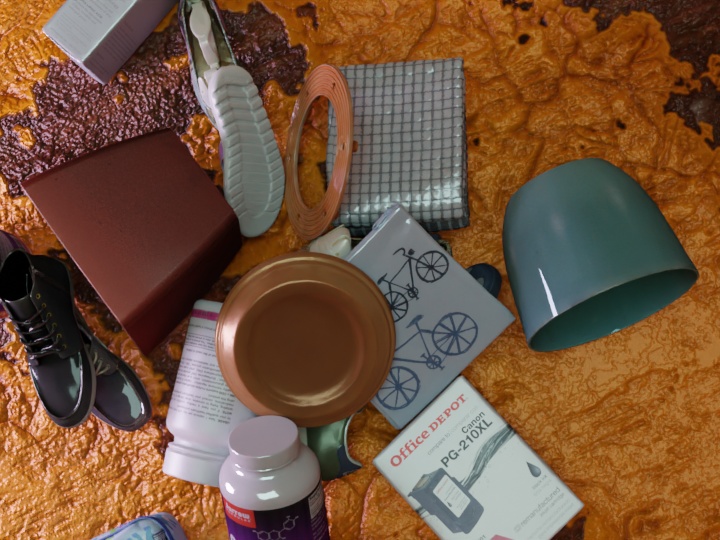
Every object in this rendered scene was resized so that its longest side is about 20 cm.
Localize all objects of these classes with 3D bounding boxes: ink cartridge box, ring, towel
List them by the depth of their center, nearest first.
[{"bbox_3d":[0.130,0.238,1.445,0.145,0.084,0.200,-44,81,-1],"label":"ink cartridge box"},{"bbox_3d":[-0.045,-0.135,1.464,0.019,0.200,0.202,4,83,-23],"label":"ring"},{"bbox_3d":[0.046,-0.141,1.494,0.164,0.086,0.201,-4,73,13],"label":"towel"}]

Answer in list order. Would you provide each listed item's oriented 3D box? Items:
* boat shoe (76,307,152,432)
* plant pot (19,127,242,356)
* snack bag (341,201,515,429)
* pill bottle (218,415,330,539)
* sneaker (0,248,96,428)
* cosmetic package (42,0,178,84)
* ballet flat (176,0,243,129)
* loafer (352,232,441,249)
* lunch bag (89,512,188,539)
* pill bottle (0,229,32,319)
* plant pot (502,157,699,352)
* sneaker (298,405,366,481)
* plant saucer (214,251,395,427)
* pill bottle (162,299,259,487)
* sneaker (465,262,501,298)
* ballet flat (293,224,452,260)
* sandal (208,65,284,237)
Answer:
[{"bbox_3d":[-0.327,0.112,1.510,0.074,0.073,0.200,-45,81,-1],"label":"boat shoe"},{"bbox_3d":[-0.245,-0.046,1.469,0.176,0.200,0.200,-37,81,-9],"label":"plant pot"},{"bbox_3d":[0.040,0.053,1.418,0.200,0.021,0.189,43,99,-15],"label":"snack bag"},{"bbox_3d":[-0.094,0.264,1.409,0.112,0.113,0.201,-5,118,5],"label":"pill bottle"},{"bbox_3d":[-0.358,0.077,1.430,0.074,0.106,0.201,-17,78,8],"label":"sneaker"},{"bbox_3d":[-0.282,-0.330,1.546,0.074,0.102,0.200,39,87,7],"label":"cosmetic package"},{"bbox_3d":[-0.178,-0.252,1.541,0.069,0.071,0.201,-19,82,2],"label":"ballet flat"},{"bbox_3d":[0.000,0.000,1.496,0.199,0.072,0.063,-9,86,1],"label":"loafer"},{"bbox_3d":[-0.276,0.382,1.471,0.199,0.082,0.162,-25,84,3],"label":"lunch bag"},{"bbox_3d":[-0.457,-0.005,1.473,0.111,0.200,0.112,-1,83,6],"label":"pill bottle"},{"bbox_3d":[0.249,-0.026,1.417,0.199,0.201,0.162,-22,70,3],"label":"plant pot"},{"bbox_3d":[-0.035,0.144,1.487,0.089,0.067,0.202,0,83,-2],"label":"sneaker"},{"bbox_3d":[-0.059,0.081,1.388,0.199,0.037,0.202,-1,107,-3],"label":"plant saucer"},{"bbox_3d":[-0.159,0.142,1.470,0.113,0.113,0.201,12,84,7],"label":"pill bottle"},{"bbox_3d":[0.074,0.053,1.466,0.200,0.082,0.070,-44,37,-2],"label":"sneaker"},{"bbox_3d":[0.007,-0.018,1.428,0.198,0.076,0.068,0,47,-9],"label":"ballet flat"},{"bbox_3d":[-0.139,-0.143,1.525,0.082,0.050,0.204,-14,103,-31],"label":"sandal"}]
